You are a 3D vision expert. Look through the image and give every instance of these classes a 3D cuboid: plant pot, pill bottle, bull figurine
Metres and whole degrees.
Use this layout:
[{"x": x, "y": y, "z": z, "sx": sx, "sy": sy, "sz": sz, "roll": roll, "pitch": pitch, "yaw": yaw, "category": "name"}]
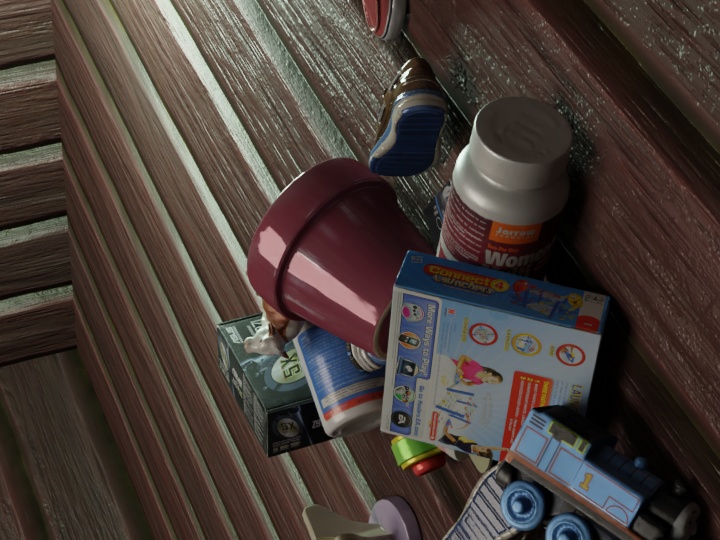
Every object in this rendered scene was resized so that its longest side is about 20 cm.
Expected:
[{"x": 0.000, "y": 0.000, "z": 1.769, "sx": 0.179, "sy": 0.200, "sz": 0.200, "roll": 39, "pitch": 143, "yaw": 28, "category": "plant pot"}, {"x": 0.136, "y": -0.059, "z": 1.461, "sx": 0.200, "sy": 0.109, "sz": 0.110, "roll": 99, "pitch": 151, "yaw": -48, "category": "pill bottle"}, {"x": -0.024, "y": 0.105, "z": 2.009, "sx": 0.112, "sy": 0.112, "sz": 0.200, "roll": 121, "pitch": 132, "yaw": -63, "category": "pill bottle"}, {"x": -0.089, "y": 0.016, "z": 1.970, "sx": 0.200, "sy": 0.065, "sz": 0.121, "roll": -54, "pitch": 46, "yaw": 6, "category": "bull figurine"}]

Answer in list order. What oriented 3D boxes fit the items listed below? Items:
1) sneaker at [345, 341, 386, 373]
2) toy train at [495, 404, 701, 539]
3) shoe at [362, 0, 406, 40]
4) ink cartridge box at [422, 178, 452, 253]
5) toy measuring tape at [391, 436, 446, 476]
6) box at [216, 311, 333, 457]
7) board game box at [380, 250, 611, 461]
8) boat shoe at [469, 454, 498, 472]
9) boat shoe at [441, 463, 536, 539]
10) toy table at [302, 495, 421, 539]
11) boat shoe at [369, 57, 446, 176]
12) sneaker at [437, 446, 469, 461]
[{"x": 0.024, "y": 0.024, "z": 1.907, "sx": 0.077, "sy": 0.076, "sz": 0.200, "roll": -15, "pitch": 73, "yaw": 27, "category": "sneaker"}, {"x": 0.214, "y": 0.207, "z": 1.390, "sx": 0.200, "sy": 0.087, "sz": 0.114, "roll": 32, "pitch": 106, "yaw": 28, "category": "toy train"}, {"x": -0.007, "y": -0.345, "z": 1.691, "sx": 0.071, "sy": 0.091, "sz": 0.200, "roll": -138, "pitch": 39, "yaw": -58, "category": "shoe"}, {"x": 0.125, "y": 0.007, "z": 1.644, "sx": 0.099, "sy": 0.039, "sz": 0.200, "roll": 130, "pitch": 123, "yaw": -65, "category": "ink cartridge box"}, {"x": 0.080, "y": 0.199, "z": 1.837, "sx": 0.200, "sy": 0.073, "sz": 0.074, "roll": 121, "pitch": 132, "yaw": -67, "category": "toy measuring tape"}, {"x": -0.089, "y": 0.143, "z": 2.137, "sx": 0.200, "sy": 0.164, "sz": 0.086, "roll": -124, "pitch": 28, "yaw": -46, "category": "box"}, {"x": 0.125, "y": 0.092, "z": 1.481, "sx": 0.056, "sy": 0.195, "sz": 0.200, "roll": -66, "pitch": -14, "yaw": -47, "category": "board game box"}, {"x": 0.141, "y": 0.136, "z": 1.610, "sx": 0.074, "sy": 0.063, "sz": 0.202, "roll": 54, "pitch": 155, "yaw": 40, "category": "boat shoe"}, {"x": 0.155, "y": 0.262, "z": 1.665, "sx": 0.200, "sy": 0.072, "sz": 0.072, "roll": -52, "pitch": 58, "yaw": 33, "category": "boat shoe"}, {"x": 0.005, "y": 0.394, "z": 2.118, "sx": 0.200, "sy": 0.117, "sz": 0.184, "roll": 99, "pitch": 151, "yaw": -45, "category": "toy table"}, {"x": 0.054, "y": -0.163, "z": 1.672, "sx": 0.200, "sy": 0.072, "sz": 0.073, "roll": 123, "pitch": 148, "yaw": -67, "category": "boat shoe"}, {"x": 0.079, "y": 0.119, "z": 1.690, "sx": 0.105, "sy": 0.075, "sz": 0.200, "roll": 36, "pitch": 151, "yaw": 32, "category": "sneaker"}]
